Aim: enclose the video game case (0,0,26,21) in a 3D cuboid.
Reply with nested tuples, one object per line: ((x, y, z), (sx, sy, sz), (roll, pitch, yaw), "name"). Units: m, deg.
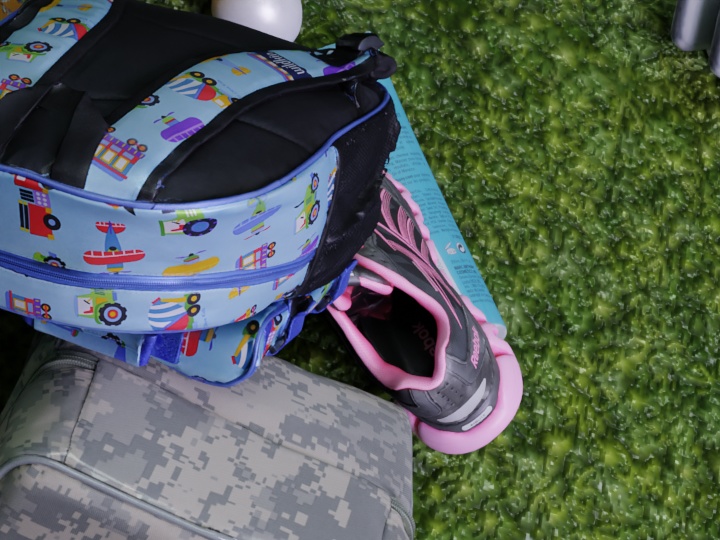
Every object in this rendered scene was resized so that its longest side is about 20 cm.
((-0.172, -0.136, 0.989), (0.200, 0.018, 0.144), (53, 23, -28), "video game case")

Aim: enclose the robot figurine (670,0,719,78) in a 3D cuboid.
((0.286, -0.162, 1.255), (0.198, 0.114, 0.170), (-8, 37, -28), "robot figurine")

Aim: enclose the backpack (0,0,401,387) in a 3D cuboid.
((-0.095, -0.033, 0.844), (0.181, 0.136, 0.200), (18, 24, 12), "backpack")

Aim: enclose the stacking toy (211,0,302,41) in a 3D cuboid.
((-0.104, -0.196, 1.112), (0.200, 0.146, 0.146), (48, 53, -12), "stacking toy")

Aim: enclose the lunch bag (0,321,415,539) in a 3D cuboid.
((-0.073, 0.097, 0.932), (0.199, 0.140, 0.168), (25, 41, -12), "lunch bag")

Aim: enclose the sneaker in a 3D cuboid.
((0.000, 0.000, 1.024), (0.200, 0.079, 0.095), (49, 9, 27), "sneaker")

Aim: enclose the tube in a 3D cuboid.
((0.012, -0.040, 1.107), (0.077, 0.050, 0.201), (-16, 66, -23), "tube")
